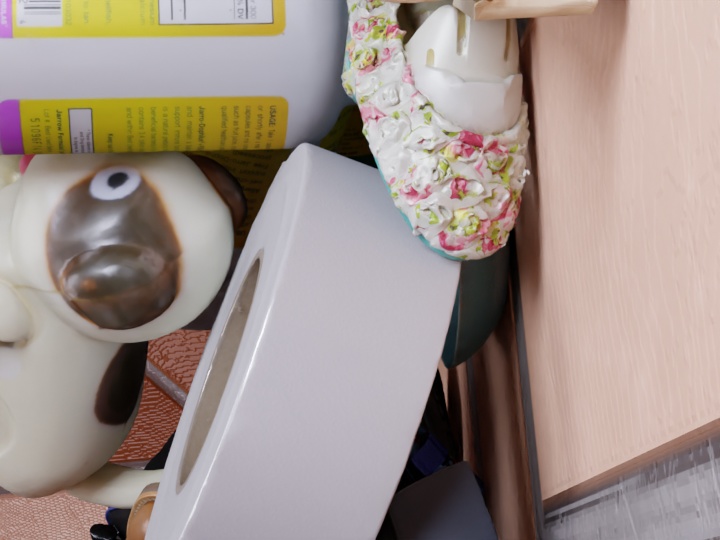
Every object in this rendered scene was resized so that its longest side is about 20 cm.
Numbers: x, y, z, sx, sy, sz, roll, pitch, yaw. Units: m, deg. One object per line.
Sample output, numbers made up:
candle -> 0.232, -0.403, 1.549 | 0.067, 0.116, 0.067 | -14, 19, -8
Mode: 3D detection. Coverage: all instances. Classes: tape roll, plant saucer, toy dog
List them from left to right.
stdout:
toy dog -> -0.140, 0.016, 0.996 | 0.194, 0.139, 0.200 | 49, 130, 5
tape roll -> -0.026, 0.051, 0.881 | 0.202, 0.071, 0.203 | -160, 90, -83
plant saucer -> 0.044, -0.056, 0.978 | 0.200, 0.027, 0.201 | 175, 90, -87

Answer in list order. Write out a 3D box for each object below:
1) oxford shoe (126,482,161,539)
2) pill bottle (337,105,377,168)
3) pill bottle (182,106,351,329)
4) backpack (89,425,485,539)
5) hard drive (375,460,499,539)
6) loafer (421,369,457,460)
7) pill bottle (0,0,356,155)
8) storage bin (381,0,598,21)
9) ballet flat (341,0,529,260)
oxford shoe -> -0.093, 0.179, 1.017 | 0.071, 0.071, 0.200 | -51, -22, -41
pill bottle -> -0.017, -0.150, 1.158 | 0.113, 0.112, 0.201 | -102, 9, -66
pill bottle -> -0.067, -0.073, 1.074 | 0.113, 0.112, 0.200 | -99, 25, -53
backpack -> -0.012, 0.152, 1.113 | 0.135, 0.200, 0.182 | -51, 14, -27
hard drive -> 0.033, 0.191, 0.839 | 0.135, 0.042, 0.201 | -53, 47, 53
loafer -> 0.019, 0.131, 1.261 | 0.073, 0.071, 0.201 | -99, 5, -51
pill bottle -> -0.071, -0.103, 0.916 | 0.104, 0.199, 0.105 | 179, 90, -84
storage bin -> 0.018, -0.186, 0.686 | 0.200, 0.093, 0.199 | -112, 18, -78
ballet flat -> 0.030, -0.102, 0.840 | 0.064, 0.075, 0.201 | -50, 43, 49
